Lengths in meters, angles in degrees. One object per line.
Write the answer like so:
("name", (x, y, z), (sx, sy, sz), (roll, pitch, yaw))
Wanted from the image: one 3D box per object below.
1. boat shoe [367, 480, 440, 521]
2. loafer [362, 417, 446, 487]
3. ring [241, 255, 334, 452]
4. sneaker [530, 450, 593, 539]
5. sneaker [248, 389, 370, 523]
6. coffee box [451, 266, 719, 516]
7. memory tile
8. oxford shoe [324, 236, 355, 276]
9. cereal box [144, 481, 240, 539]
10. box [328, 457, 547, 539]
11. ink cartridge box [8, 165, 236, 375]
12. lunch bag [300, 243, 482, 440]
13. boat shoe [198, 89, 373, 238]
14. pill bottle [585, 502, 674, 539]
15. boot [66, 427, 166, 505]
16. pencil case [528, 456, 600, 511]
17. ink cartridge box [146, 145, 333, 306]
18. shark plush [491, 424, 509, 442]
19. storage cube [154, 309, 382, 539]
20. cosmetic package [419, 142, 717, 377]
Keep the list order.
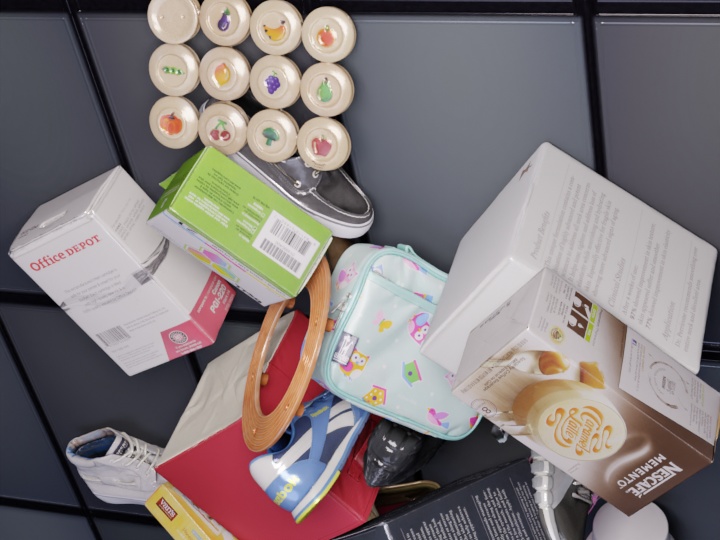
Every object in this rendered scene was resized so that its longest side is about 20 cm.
("boat shoe", (0.004, 0.282, 1.708), (0.199, 0.074, 0.067), (-10, 131, -21))
("loafer", (0.047, 0.178, 1.550), (0.068, 0.200, 0.071), (33, 105, 12))
("ring", (-0.068, 0.079, 1.426), (0.019, 0.202, 0.201), (18, 139, -18))
("sneaker", (0.233, 0.184, 1.486), (0.115, 0.202, 0.075), (-13, 161, 21))
("sneaker", (-0.045, 0.158, 1.480), (0.082, 0.200, 0.074), (32, 131, -1))
("coffee box", (0.193, 0.105, 1.250), (0.199, 0.080, 0.114), (34, 134, -11))
("memory tile", (-0.102, -0.175, 1.349), (0.198, 0.017, 0.155), (9, 110, 14))
("oxford shoe", (0.000, 0.000, 1.494), (0.084, 0.073, 0.201), (-24, 116, 3))
("cereal box", (-0.147, 0.285, 1.701), (0.144, 0.200, 0.040), (47, 108, 10))
("box", (0.087, 0.293, 1.576), (0.148, 0.199, 0.108), (-32, 78, 58))
("ink cartridge box", (-0.254, 0.003, 1.579), (0.145, 0.085, 0.200), (-21, 123, 36))
("lunch bag", (0.048, 0.066, 1.446), (0.199, 0.161, 0.077), (26, 179, -27))
("boat shoe", (-0.062, -0.110, 1.408), (0.200, 0.070, 0.066), (39, 136, -5))
("pill bottle", (0.304, 0.349, 1.657), (0.111, 0.112, 0.201), (7, 135, 17))
("boot", (-0.274, 0.241, 1.821), (0.199, 0.074, 0.096), (-8, 135, 30))
("pencil case", (0.215, 0.249, 1.623), (0.082, 0.087, 0.201), (0, 141, -21))
("ink cartridge box", (-0.133, -0.034, 1.442), (0.147, 0.076, 0.200), (35, 162, -14))
("shark plush", (0.175, 0.100, 1.423), (0.083, 0.200, 0.091), (27, 111, 16))
("storage cube", (-0.084, 0.183, 1.619), (0.180, 0.171, 0.200), (42, 134, -17))
("cosmetic package", (0.193, 0.028, 1.355), (0.199, 0.168, 0.167), (31, 135, -7))
